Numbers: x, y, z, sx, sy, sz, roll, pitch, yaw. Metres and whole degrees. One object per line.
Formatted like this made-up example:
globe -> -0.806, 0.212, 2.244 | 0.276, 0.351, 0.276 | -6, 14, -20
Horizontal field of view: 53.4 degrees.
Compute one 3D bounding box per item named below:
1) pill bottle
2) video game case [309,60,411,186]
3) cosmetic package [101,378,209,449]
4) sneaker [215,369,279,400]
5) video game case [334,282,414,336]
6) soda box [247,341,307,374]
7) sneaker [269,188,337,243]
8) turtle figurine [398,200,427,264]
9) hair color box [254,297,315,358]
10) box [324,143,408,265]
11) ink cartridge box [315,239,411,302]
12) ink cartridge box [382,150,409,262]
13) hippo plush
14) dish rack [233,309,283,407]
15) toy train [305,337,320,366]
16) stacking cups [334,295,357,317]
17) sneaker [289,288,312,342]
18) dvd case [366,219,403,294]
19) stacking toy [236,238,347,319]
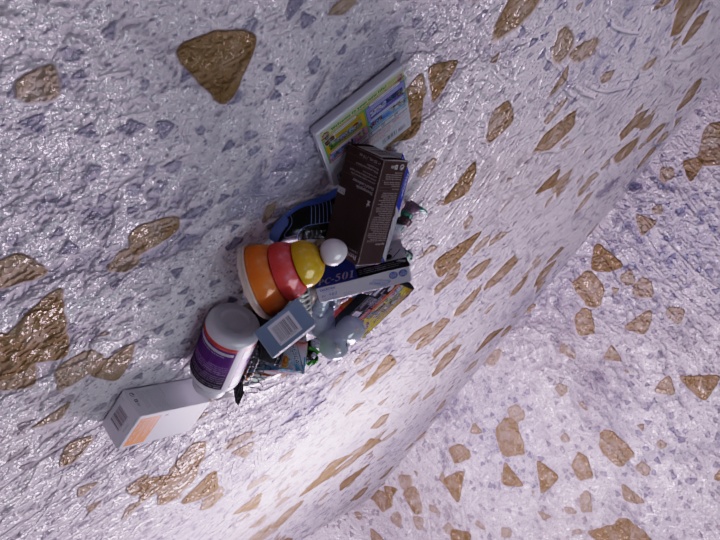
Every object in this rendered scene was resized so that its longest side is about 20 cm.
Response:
pill bottle -> -0.282, 0.169, 1.457 | 0.112, 0.113, 0.201 | -18, 147, -45
video game case -> 0.006, -0.263, 1.306 | 0.199, 0.022, 0.182 | -39, 157, -8
cosmetic package -> -0.424, 0.296, 1.495 | 0.102, 0.071, 0.199 | -53, 156, 21
sneaker -> -0.268, 0.249, 1.686 | 0.198, 0.076, 0.092 | -10, 149, -40
video game case -> 0.029, 0.091, 1.803 | 0.200, 0.026, 0.180 | -45, 155, 12
soda box -> -0.184, 0.191, 1.568 | 0.063, 0.070, 0.199 | 12, 167, -25
sneaker -> -0.079, -0.092, 1.385 | 0.199, 0.078, 0.071 | -32, 155, -26
turtle figurine -> 0.074, -0.065, 1.638 | 0.100, 0.150, 0.201 | 33, 92, -24
hair color box -> -0.139, 0.110, 1.344 | 0.099, 0.061, 0.200 | -38, 178, -7
box -> 0.007, -0.122, 1.317 | 0.074, 0.100, 0.203 | -7, 117, -45
ink cartridge box -> 0.000, 0.000, 1.495 | 0.197, 0.095, 0.045 | -14, 130, -2
ink cartridge box -> 0.048, -0.129, 1.446 | 0.094, 0.044, 0.203 | 57, 46, -67
hippo plush -> -0.081, 0.121, 1.639 | 0.199, 0.161, 0.160 | -38, 157, -13
dish rack -> -0.229, 0.188, 1.534 | 0.054, 0.155, 0.201 | 11, 128, -24
toy train -> -0.141, 0.188, 1.612 | 0.199, 0.041, 0.057 | -23, -136, 59
stacking cups -> -0.002, 0.079, 1.843 | 0.198, 0.061, 0.061 | -25, 152, -26
sneaker -> -0.132, 0.062, 1.531 | 0.076, 0.080, 0.203 | -19, 132, -34
dvd case -> -0.010, -0.037, 1.550 | 0.148, 0.025, 0.202 | 9, 126, -21
stacking toy -> -0.115, -0.007, 1.313 | 0.197, 0.148, 0.146 | -19, 159, 9
